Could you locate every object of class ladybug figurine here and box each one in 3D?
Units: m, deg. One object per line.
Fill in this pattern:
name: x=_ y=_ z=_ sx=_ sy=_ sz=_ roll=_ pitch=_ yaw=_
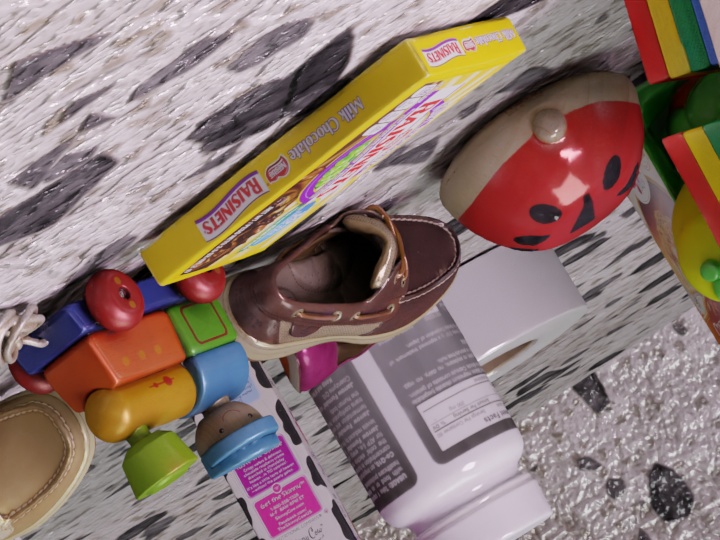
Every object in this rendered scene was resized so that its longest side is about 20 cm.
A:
ladybug figurine: x=0.116 y=-0.060 z=1.762 sx=0.135 sy=0.072 sz=0.200 roll=-31 pitch=171 yaw=1

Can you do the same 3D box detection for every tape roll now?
tape roll: x=0.075 y=0.053 z=2.271 sx=0.202 sy=0.071 sz=0.202 roll=-30 pitch=172 yaw=-5

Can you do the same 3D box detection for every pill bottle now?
pill bottle: x=0.042 y=0.106 z=2.018 sx=0.113 sy=0.201 sz=0.114 roll=-30 pitch=172 yaw=-5

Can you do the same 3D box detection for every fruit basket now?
fruit basket: x=0.257 y=-0.049 z=1.821 sx=0.155 sy=0.216 sz=0.216 roll=-31 pitch=172 yaw=3

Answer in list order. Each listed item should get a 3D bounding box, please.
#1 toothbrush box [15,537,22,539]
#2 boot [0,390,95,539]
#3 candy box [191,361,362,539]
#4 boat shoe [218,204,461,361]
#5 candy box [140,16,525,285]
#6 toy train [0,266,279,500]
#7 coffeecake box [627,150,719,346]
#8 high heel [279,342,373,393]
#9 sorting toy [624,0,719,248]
toothbrush box: x=-0.298 y=0.283 z=2.032 sx=0.199 sy=0.146 sz=0.086 roll=-29 pitch=172 yaw=-12
boot: x=-0.252 y=0.137 z=1.607 sx=0.199 sy=0.073 sz=0.155 roll=-29 pitch=176 yaw=24
candy box: x=-0.049 y=0.153 z=1.971 sx=0.061 sy=0.201 sz=0.136 roll=-30 pitch=173 yaw=-2
boat shoe: x=0.000 y=0.000 z=1.724 sx=0.199 sy=0.072 sz=0.072 roll=-13 pitch=163 yaw=-45
candy box: x=-0.015 y=-0.060 z=1.468 sx=0.200 sy=0.027 sz=0.102 roll=-37 pitch=173 yaw=33
toy train: x=-0.128 y=0.067 z=1.494 sx=0.085 sy=0.116 sz=0.200 roll=-37 pitch=170 yaw=35
coffeecake box: x=0.261 y=-0.022 z=2.049 sx=0.073 sy=0.201 sz=0.154 roll=-30 pitch=171 yaw=-5
high heel: x=-0.009 y=0.026 z=1.832 sx=0.096 sy=0.068 sz=0.200 roll=-21 pitch=-173 yaw=2
sorting toy: x=0.212 y=-0.094 z=1.527 sx=0.069 sy=0.200 sz=0.200 roll=-17 pitch=179 yaw=28
